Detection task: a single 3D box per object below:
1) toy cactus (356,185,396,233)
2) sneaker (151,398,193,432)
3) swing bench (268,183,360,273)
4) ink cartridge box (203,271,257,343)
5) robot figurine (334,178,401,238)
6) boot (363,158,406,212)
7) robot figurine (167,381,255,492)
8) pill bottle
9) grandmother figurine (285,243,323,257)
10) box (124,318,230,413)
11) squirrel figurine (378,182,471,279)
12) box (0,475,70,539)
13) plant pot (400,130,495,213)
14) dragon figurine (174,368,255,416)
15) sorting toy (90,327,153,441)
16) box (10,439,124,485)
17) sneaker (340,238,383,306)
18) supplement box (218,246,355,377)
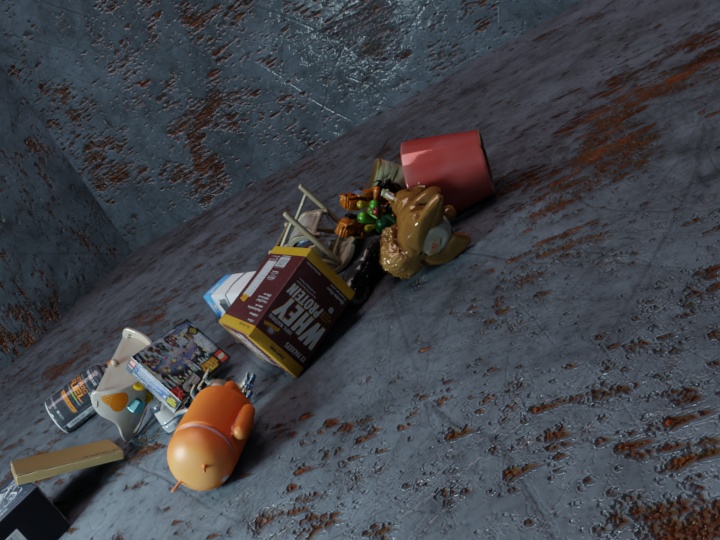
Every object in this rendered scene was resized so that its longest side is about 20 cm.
[{"bbox_3d":[0.084,-0.110,1.455,0.163,0.198,0.104,31,97,36],"label":"toy cactus"},{"bbox_3d":[-0.379,0.252,1.375,0.072,0.072,0.201,-24,21,20],"label":"sneaker"},{"bbox_3d":[-0.105,-0.091,1.628,0.200,0.196,0.132,-75,11,-63],"label":"swing bench"},{"bbox_3d":[-0.250,0.086,1.456,0.084,0.146,0.198,-44,22,-31],"label":"ink cartridge box"},{"bbox_3d":[0.031,-0.141,1.548,0.196,0.149,0.058,-13,34,-36],"label":"robot figurine"},{"bbox_3d":[0.090,-0.183,1.653,0.151,0.204,0.074,6,33,-12],"label":"boot"},{"bbox_3d":[-0.245,0.273,1.052,0.139,0.120,0.201,9,28,6],"label":"robot figurine"},{"bbox_3d":[-0.707,0.319,1.677,0.198,0.108,0.106,-38,20,-15],"label":"pill bottle"},{"bbox_3d":[-0.177,-0.041,1.788,0.118,0.063,0.199,-9,7,-23],"label":"grandmother figurine"},{"bbox_3d":[-0.379,0.195,1.355,0.040,0.136,0.200,-51,-3,27],"label":"box"},{"bbox_3d":[0.096,-0.085,1.293,0.200,0.141,0.188,-47,38,9],"label":"squirrel figurine"},{"bbox_3d":[-0.677,0.503,1.193,0.180,0.105,0.200,-12,27,47],"label":"box"},{"bbox_3d":[0.200,-0.216,1.434,0.173,0.205,0.202,-16,23,16],"label":"plant pot"},{"bbox_3d":[-0.281,0.256,1.230,0.200,0.099,0.059,-46,14,23],"label":"dragon figurine"},{"bbox_3d":[-0.487,0.262,1.383,0.103,0.184,0.202,7,34,-3],"label":"sorting toy"},{"bbox_3d":[-0.599,0.386,1.309,0.196,0.022,0.162,-7,-1,-33],"label":"box"},{"bbox_3d":[0.000,0.000,1.380,0.078,0.076,0.201,-16,25,43],"label":"sneaker"},{"bbox_3d":[-0.150,0.075,1.281,0.202,0.133,0.196,-54,25,-15],"label":"supplement box"}]
